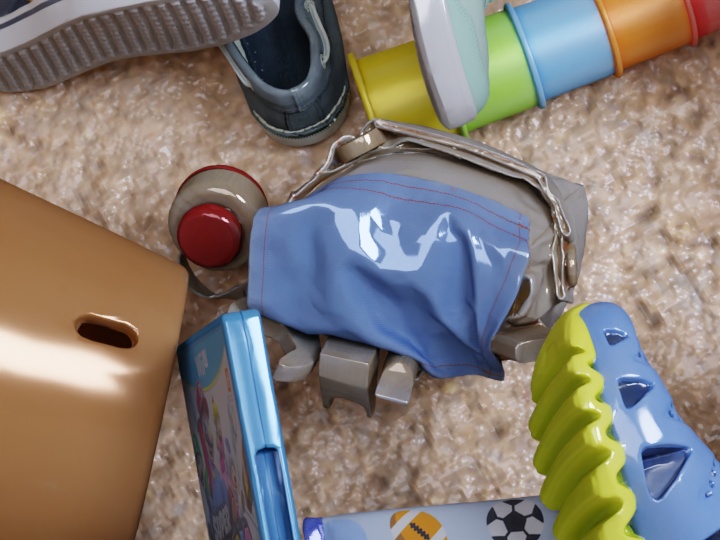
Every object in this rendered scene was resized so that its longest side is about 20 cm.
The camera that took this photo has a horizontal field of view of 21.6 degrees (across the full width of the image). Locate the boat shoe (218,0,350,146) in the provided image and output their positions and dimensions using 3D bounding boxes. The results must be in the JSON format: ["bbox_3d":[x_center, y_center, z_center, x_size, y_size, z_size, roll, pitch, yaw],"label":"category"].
[{"bbox_3d":[-0.054,-0.161,0.925,0.073,0.062,0.201,-18,78,5],"label":"boat shoe"}]

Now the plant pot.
[{"bbox_3d":[-0.158,0.052,0.845,0.139,0.200,0.201,13,81,-7],"label":"plant pot"}]

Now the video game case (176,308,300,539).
[{"bbox_3d":[-0.043,0.122,0.776,0.018,0.143,0.201,-9,85,-13],"label":"video game case"}]

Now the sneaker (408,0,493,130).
[{"bbox_3d":[0.077,-0.164,0.846,0.118,0.074,0.201,-2,80,2],"label":"sneaker"}]

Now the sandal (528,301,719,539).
[{"bbox_3d":[0.127,0.105,0.744,0.087,0.079,0.201,-17,81,-14],"label":"sandal"}]

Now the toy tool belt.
[{"bbox_3d":[0.000,0.000,0.839,0.199,0.123,0.125,6,116,8],"label":"toy tool belt"}]

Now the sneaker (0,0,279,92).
[{"bbox_3d":[-0.123,-0.140,0.892,0.199,0.078,0.080,-7,77,36],"label":"sneaker"}]

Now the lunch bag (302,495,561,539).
[{"bbox_3d":[0.066,0.205,0.811,0.169,0.124,0.201,-7,72,5],"label":"lunch bag"}]

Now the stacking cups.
[{"bbox_3d":[0.097,-0.105,0.901,0.199,0.061,0.061,-18,78,0],"label":"stacking cups"}]
